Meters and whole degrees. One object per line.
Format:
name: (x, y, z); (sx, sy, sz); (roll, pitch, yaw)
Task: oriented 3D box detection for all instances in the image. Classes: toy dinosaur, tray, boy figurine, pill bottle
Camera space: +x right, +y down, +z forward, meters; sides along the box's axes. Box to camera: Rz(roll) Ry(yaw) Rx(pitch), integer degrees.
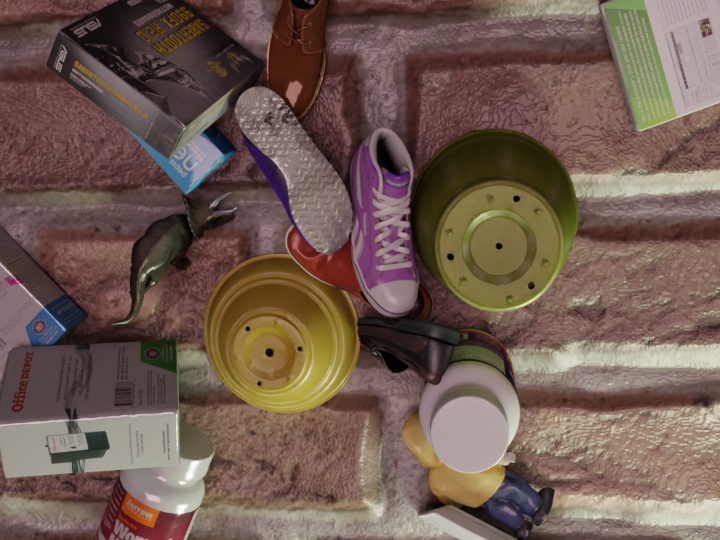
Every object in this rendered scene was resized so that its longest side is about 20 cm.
toy dinosaur: (-0.235, -0.023, 1.071); (0.077, 0.200, 0.103); (39, 141, 7)
tray: (0.168, 0.332, 1.122); (0.198, 0.108, 0.022); (27, 72, 1)
boy figurine: (0.131, 0.246, 1.119); (0.198, 0.065, 0.125); (34, 126, 2)
pill bottle: (-0.258, 0.295, 1.151); (0.108, 0.110, 0.203); (24, 104, 1)
pill bottle: (0.120, 0.144, 1.028); (0.109, 0.200, 0.114); (1, 103, 6)

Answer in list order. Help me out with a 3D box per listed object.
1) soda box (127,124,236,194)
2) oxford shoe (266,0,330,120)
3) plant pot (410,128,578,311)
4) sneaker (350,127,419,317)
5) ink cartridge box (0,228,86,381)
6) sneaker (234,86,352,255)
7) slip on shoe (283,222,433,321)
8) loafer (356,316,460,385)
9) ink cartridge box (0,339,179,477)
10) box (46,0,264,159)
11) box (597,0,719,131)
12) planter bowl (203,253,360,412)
soda box: (-0.239, -0.189, 1.071); (0.068, 0.064, 0.200); (-41, 95, 13)
oxford shoe: (-0.070, -0.266, 1.032); (0.070, 0.071, 0.204); (11, 105, 2)
plant pot: (0.144, -0.044, 0.991); (0.196, 0.193, 0.204); (1, 102, 6)
sneaker: (0.028, -0.055, 1.008); (0.071, 0.114, 0.204); (-9, 80, -14)
ink cartridge box: (-0.453, 0.030, 1.138); (0.115, 0.068, 0.200); (-42, 95, 13)
sneaker: (-0.075, -0.113, 1.051); (0.069, 0.099, 0.202); (-30, 98, -8)
slip on shoe: (0.000, 0.000, 1.077); (0.198, 0.061, 0.075); (33, 90, -3)
loafer: (0.041, 0.088, 1.029); (0.071, 0.199, 0.064); (16, 81, -21)
ink cartridge box: (-0.311, 0.157, 1.077); (0.196, 0.147, 0.084); (-1, 120, -11)
box: (-0.212, -0.221, 0.991); (0.157, 0.201, 0.049); (36, 126, -2)
box: (0.373, -0.254, 1.002); (0.197, 0.036, 0.147); (-18, 99, 9)
planter bowl: (-0.102, 0.087, 1.103); (0.196, 0.084, 0.205); (1, 101, 6)
